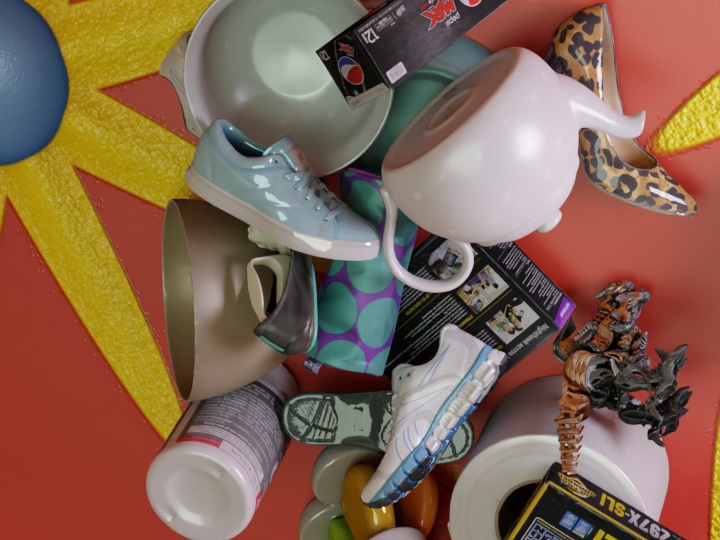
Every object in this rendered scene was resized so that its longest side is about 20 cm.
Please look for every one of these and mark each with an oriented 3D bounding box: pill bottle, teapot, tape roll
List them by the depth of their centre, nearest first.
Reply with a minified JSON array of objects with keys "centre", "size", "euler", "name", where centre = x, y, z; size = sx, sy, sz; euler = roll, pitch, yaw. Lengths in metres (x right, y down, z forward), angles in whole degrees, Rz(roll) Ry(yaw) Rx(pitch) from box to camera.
[{"centre":[0.122,-0.090,1.615],"size":[0.146,0.198,0.199],"euler":[48,150,-15],"name":"teapot"},{"centre":[0.199,0.224,1.786],"size":[0.201,0.139,0.205],"euler":[6,113,15],"name":"tape roll"},{"centre":[-0.133,0.175,1.835],"size":[0.113,0.200,0.115],"euler":[7,119,13],"name":"pill bottle"}]

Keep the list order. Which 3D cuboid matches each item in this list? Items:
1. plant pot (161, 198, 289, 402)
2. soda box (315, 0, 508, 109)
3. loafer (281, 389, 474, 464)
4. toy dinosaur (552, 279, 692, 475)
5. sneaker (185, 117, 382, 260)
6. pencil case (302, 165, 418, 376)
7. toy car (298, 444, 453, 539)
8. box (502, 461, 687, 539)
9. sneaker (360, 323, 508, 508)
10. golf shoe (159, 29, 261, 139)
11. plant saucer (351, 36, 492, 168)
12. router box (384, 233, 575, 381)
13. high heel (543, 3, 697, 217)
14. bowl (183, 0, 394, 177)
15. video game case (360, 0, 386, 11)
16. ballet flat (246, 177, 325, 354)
[{"centre":[-0.118,0.025,1.798],"size":[0.133,0.200,0.202],"euler":[-4,114,-14],"name":"plant pot"},{"centre":[0.056,-0.226,1.613],"size":[0.064,0.200,0.071],"euler":[57,147,-9],"name":"soda box"},{"centre":[0.022,0.150,1.821],"size":[0.198,0.063,0.073],"euler":[7,97,13],"name":"loafer"},{"centre":[0.238,0.104,1.701],"size":[0.135,0.102,0.202],"euler":[16,81,23],"name":"toy dinosaur"},{"centre":[-0.065,-0.076,1.647],"size":[0.198,0.074,0.083],"euler":[24,117,7],"name":"sneaker"},{"centre":[0.000,0.000,1.727],"size":[0.092,0.085,0.202],"euler":[19,102,22],"name":"pencil case"},{"centre":[0.030,0.275,1.864],"size":[0.149,0.176,0.201],"euler":[-8,137,-23],"name":"toy car"},{"centre":[0.226,0.297,1.703],"size":[0.199,0.049,0.160],"euler":[31,116,3],"name":"box"},{"centre":[0.054,0.139,1.750],"size":[0.086,0.075,0.201],"euler":[38,93,14],"name":"sneaker"},{"centre":[-0.126,-0.147,1.791],"size":[0.097,0.078,0.201],"euler":[-23,99,44],"name":"golf shoe"},{"centre":[0.067,-0.130,1.742],"size":[0.198,0.036,0.202],"euler":[7,114,15],"name":"plant saucer"},{"centre":[0.092,0.045,1.780],"size":[0.149,0.051,0.200],"euler":[46,128,-4],"name":"router box"},{"centre":[0.251,-0.146,1.659],"size":[0.199,0.071,0.143],"euler":[32,114,5],"name":"high heel"},{"centre":[-0.063,-0.194,1.697],"size":[0.199,0.091,0.203],"euler":[2,115,4],"name":"bowl"},{"centre":[-0.029,-0.324,1.702],"size":[0.180,0.023,0.202],"euler":[-6,109,20],"name":"video game case"},{"centre":[-0.071,-0.017,1.704],"size":[0.068,0.202,0.068],"euler":[14,145,-19],"name":"ballet flat"}]
